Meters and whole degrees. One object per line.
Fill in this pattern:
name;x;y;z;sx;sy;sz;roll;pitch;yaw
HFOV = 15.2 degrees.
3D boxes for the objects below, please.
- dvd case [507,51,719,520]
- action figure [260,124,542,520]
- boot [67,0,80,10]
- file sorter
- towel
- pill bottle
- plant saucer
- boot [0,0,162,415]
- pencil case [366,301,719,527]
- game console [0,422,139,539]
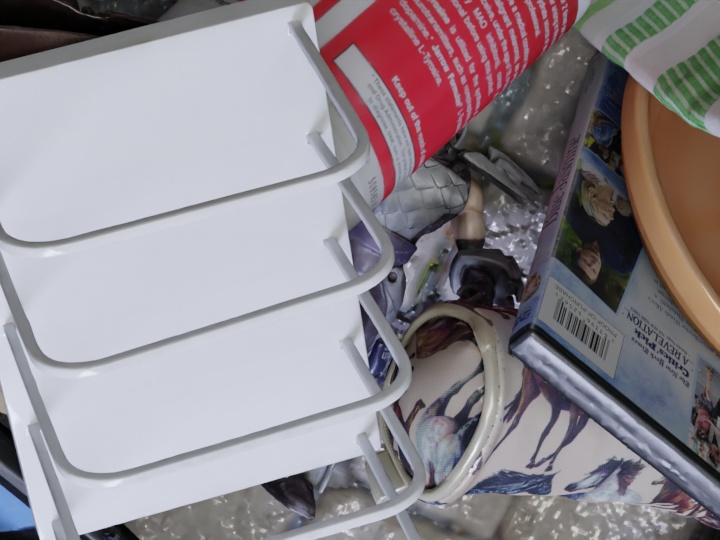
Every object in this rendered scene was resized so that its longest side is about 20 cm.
dvd case;0.135;0.008;1.112;0.143;0.200;0.018;39;128;-15
action figure;0.000;0.000;1.148;0.130;0.069;0.200;30;94;-5
boot;-0.190;-0.109;1.092;0.200;0.138;0.078;26;79;24
file sorter;-0.056;0.028;0.958;0.139;0.125;0.200;-15;123;-10
towel;0.162;-0.128;1.070;0.153;0.200;0.023;-40;122;2
pill bottle;0.021;-0.114;1.078;0.200;0.112;0.112;-42;107;-18
plant saucer;0.182;-0.021;1.126;0.200;0.200;0.037;36;136;-15
boot;-0.089;-0.014;1.030;0.200;0.072;0.166;12;122;-29
pencil case;0.097;0.064;1.128;0.200;0.078;0.089;9;142;-39
game console;-0.217;0.106;1.122;0.200;0.176;0.116;41;67;-16
